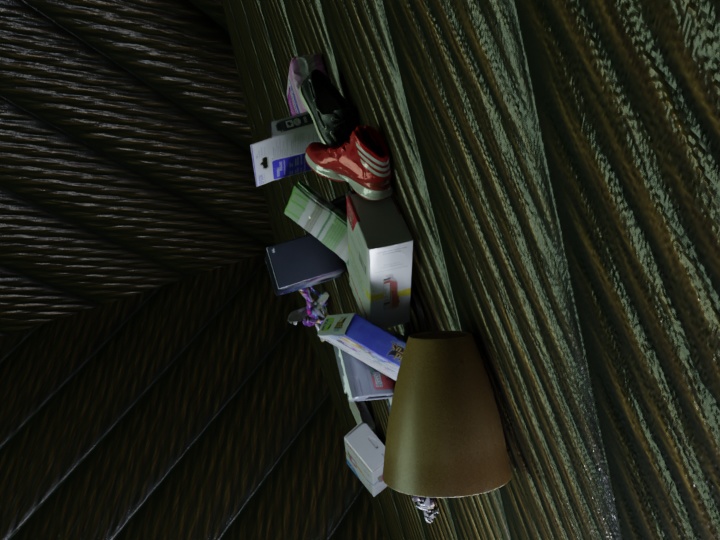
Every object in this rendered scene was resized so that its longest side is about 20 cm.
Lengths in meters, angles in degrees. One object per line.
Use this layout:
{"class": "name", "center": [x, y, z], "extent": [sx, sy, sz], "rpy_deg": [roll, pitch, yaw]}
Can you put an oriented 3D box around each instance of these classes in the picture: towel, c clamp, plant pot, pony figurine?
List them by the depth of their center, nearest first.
{"class": "plant pot", "center": [0.118, 0.192, 1.091], "extent": [0.186, 0.182, 0.205], "rpy_deg": [-175, 82, -79]}
{"class": "c clamp", "center": [0.101, 0.111, 1.423], "extent": [0.200, 0.027, 0.175], "rpy_deg": [152, 106, -82]}
{"class": "towel", "center": [-0.073, -0.092, 1.631], "extent": [0.199, 0.031, 0.149], "rpy_deg": [37, 151, 0]}
{"class": "pony figurine", "center": [-0.161, 0.140, 2.637], "extent": [0.202, 0.165, 0.194], "rpy_deg": [60, -177, -23]}

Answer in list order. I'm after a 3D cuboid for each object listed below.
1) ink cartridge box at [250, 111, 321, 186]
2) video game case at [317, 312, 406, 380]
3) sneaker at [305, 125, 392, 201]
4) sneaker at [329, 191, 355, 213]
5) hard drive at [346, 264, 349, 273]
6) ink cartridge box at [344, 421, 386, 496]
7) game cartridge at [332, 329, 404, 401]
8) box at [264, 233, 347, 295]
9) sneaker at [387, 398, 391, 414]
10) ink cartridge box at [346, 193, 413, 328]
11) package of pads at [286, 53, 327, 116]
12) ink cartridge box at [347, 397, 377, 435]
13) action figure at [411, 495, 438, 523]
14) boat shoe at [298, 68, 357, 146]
{"class": "ink cartridge box", "center": [-0.135, -0.258, 1.599], "extent": [0.199, 0.196, 0.044], "rpy_deg": [104, 146, -71]}
{"class": "video game case", "center": [0.037, 0.141, 1.341], "extent": [0.198, 0.046, 0.181], "rpy_deg": [31, 168, -13]}
{"class": "sneaker", "center": [-0.017, -0.211, 1.324], "extent": [0.198, 0.078, 0.117], "rpy_deg": [29, 133, 30]}
{"class": "sneaker", "center": [-0.055, -0.113, 1.712], "extent": [0.200, 0.089, 0.068], "rpy_deg": [104, 148, -71]}
{"class": "hard drive", "center": [0.000, 0.000, 1.782], "extent": [0.200, 0.026, 0.135], "rpy_deg": [-166, 60, -78]}
{"class": "ink cartridge box", "center": [0.025, 0.576, 2.339], "extent": [0.144, 0.084, 0.202], "rpy_deg": [44, 155, 29]}
{"class": "game cartridge", "center": [0.034, 0.181, 1.487], "extent": [0.041, 0.198, 0.135], "rpy_deg": [-33, 66, 36]}
{"class": "box", "center": [-0.153, -0.021, 2.094], "extent": [0.198, 0.196, 0.126], "rpy_deg": [134, 118, -79]}
{"class": "sneaker", "center": [0.077, 0.225, 1.615], "extent": [0.202, 0.079, 0.115], "rpy_deg": [64, 165, 11]}
{"class": "ink cartridge box", "center": [0.032, -0.018, 1.350], "extent": [0.202, 0.082, 0.146], "rpy_deg": [89, 164, -44]}
{"class": "package of pads", "center": [-0.110, -0.368, 1.635], "extent": [0.200, 0.074, 0.123], "rpy_deg": [144, 111, -80]}
{"class": "ink cartridge box", "center": [-0.002, 0.444, 2.480], "extent": [0.201, 0.044, 0.179], "rpy_deg": [-120, 15, -52]}
{"class": "action figure", "center": [0.130, 0.487, 1.762], "extent": [0.130, 0.068, 0.204], "rpy_deg": [-176, 66, -74]}
{"class": "boat shoe", "center": [-0.045, -0.288, 1.419], "extent": [0.202, 0.073, 0.066], "rpy_deg": [63, 149, 17]}
